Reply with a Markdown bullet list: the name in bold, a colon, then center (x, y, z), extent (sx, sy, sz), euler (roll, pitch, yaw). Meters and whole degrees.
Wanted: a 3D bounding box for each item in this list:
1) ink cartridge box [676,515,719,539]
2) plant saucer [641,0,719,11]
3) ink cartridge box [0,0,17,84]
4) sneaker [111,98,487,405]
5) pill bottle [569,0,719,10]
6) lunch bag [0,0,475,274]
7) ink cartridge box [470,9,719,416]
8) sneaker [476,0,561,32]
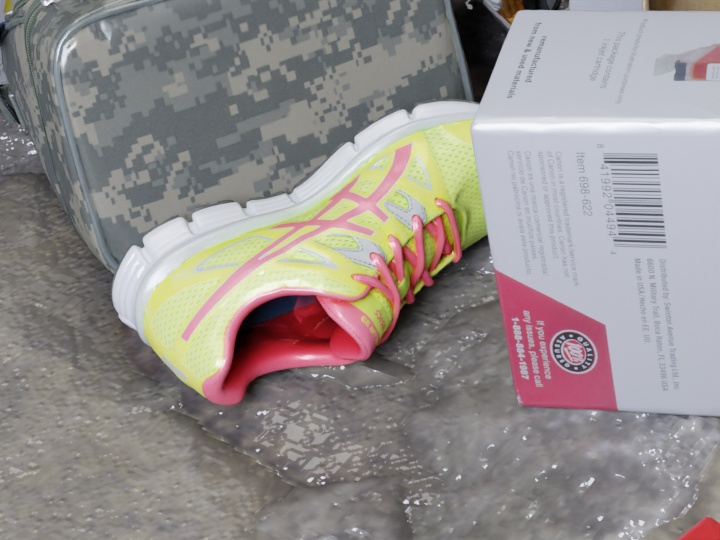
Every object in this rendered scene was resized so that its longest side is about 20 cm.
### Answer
- **ink cartridge box**: center (0.115, 0.157, 0.683), extent (0.116, 0.067, 0.200), euler (-33, 41, -25)
- **plant saucer**: center (0.209, -0.098, 0.942), extent (0.199, 0.035, 0.201), euler (5, 69, -14)
- **ink cartridge box**: center (-0.267, -0.163, 1.072), extent (0.144, 0.200, 0.147), euler (33, 54, 24)
- **sneaker**: center (0.000, 0.000, 0.924), extent (0.200, 0.078, 0.090), euler (-27, 47, -9)
- **pill bottle**: center (0.181, -0.171, 1.050), extent (0.111, 0.111, 0.200), euler (13, 44, 30)
- **lunch bag**: center (-0.066, -0.095, 1.014), extent (0.199, 0.140, 0.168), euler (-20, 21, -12)
- **ink cartridge box**: center (0.156, -0.020, 0.837), extent (0.199, 0.145, 0.084), euler (3, 39, 18)
- **sneaker**: center (0.078, -0.161, 1.035), extent (0.077, 0.078, 0.200), euler (-47, -2, 4)
